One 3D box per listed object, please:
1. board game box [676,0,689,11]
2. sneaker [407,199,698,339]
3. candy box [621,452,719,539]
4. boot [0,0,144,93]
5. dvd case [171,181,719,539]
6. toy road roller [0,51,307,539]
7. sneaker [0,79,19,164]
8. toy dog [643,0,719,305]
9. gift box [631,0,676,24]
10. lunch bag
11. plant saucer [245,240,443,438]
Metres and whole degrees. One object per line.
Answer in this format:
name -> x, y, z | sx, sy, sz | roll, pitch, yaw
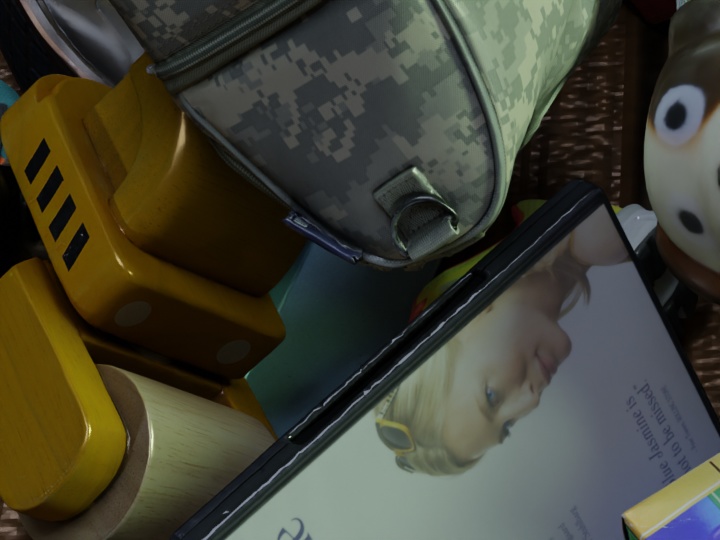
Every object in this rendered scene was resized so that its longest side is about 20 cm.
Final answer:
board game box -> 0.214, -0.104, 1.032 | 0.200, 0.127, 0.035 | -9, 13, -23
sneaker -> 0.045, 0.045, 1.036 | 0.090, 0.078, 0.200 | 21, 54, 36
candy box -> 0.217, 0.123, 0.924 | 0.169, 0.077, 0.200 | -32, 51, -13
boot -> -0.095, -0.096, 1.183 | 0.097, 0.075, 0.200 | -24, 59, -19
dvd case -> 0.040, 0.083, 0.950 | 0.200, 0.143, 0.018 | -41, 33, -18
toy road roller -> -0.076, 0.005, 1.010 | 0.146, 0.123, 0.200 | -43, 53, 20
sneaker -> -0.168, -0.020, 1.123 | 0.071, 0.080, 0.200 | -15, 51, 7
toy dog -> 0.197, -0.045, 0.929 | 0.199, 0.140, 0.194 | 0, 26, -3
gift box -> 0.162, -0.233, 1.127 | 0.187, 0.185, 0.200 | -39, 13, -14
lunch bag -> 0.012, -0.110, 0.977 | 0.139, 0.168, 0.200 | -31, 13, 33
plant saucer -> 0.000, 0.000, 1.110 | 0.070, 0.019, 0.200 | 12, 58, 22
